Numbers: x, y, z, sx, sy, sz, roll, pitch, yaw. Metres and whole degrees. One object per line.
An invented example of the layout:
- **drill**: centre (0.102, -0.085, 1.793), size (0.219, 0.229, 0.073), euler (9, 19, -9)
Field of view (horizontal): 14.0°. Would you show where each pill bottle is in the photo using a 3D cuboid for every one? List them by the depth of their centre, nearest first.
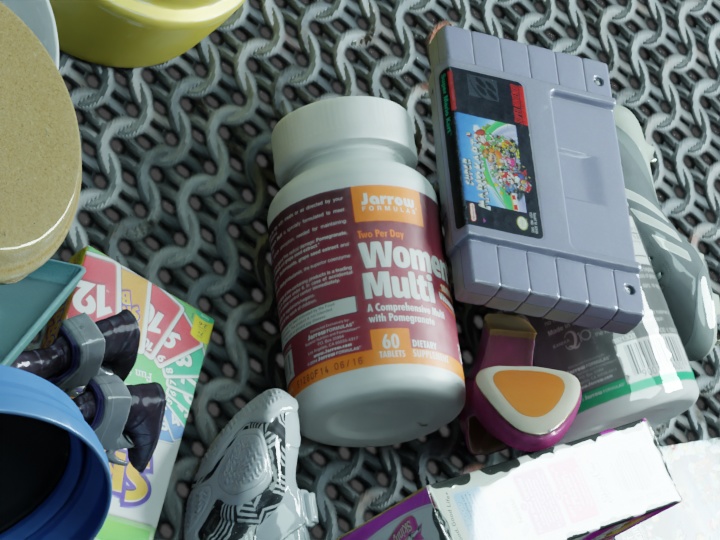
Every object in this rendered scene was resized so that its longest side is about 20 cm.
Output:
- **pill bottle**: centre (0.000, 0.000, 1.816), size (0.109, 0.110, 0.200), euler (10, 61, -36)
- **pill bottle**: centre (0.138, 0.012, 1.923), size (0.113, 0.113, 0.200), euler (-7, 71, -42)

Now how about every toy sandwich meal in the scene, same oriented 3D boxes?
- **toy sandwich meal**: centre (-0.241, -0.080, 1.601), size (0.205, 0.070, 0.206), euler (25, 54, -39)

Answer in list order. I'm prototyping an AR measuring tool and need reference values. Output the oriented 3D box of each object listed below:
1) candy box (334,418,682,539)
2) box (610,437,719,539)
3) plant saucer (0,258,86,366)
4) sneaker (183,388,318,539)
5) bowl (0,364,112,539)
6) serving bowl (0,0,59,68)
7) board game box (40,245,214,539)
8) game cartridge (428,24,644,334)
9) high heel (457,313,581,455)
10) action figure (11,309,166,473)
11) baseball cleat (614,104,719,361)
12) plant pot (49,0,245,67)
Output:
- **candy box**: centre (0.079, 0.158, 1.777), size (0.200, 0.136, 0.061), euler (-14, 75, -44)
- **box**: centre (0.217, 0.214, 1.930), size (0.137, 0.040, 0.200), euler (-6, 71, -41)
- **plant saucer**: centre (-0.209, 0.030, 1.580), size (0.070, 0.019, 0.200), euler (12, 20, 7)
- **sneaker**: centre (-0.044, 0.175, 1.711), size (0.115, 0.075, 0.200), euler (29, 56, -26)
- **bowl**: centre (-0.228, 0.117, 1.502), size (0.200, 0.201, 0.039), euler (11, 44, -36)
- **serving bowl**: centre (-0.275, -0.137, 1.691), size (0.200, 0.066, 0.200), euler (19, 57, -32)
- **board game box**: centre (-0.150, 0.089, 1.702), size (0.095, 0.030, 0.200), euler (31, 52, -22)
- **game cartridge**: centre (0.109, -0.060, 1.851), size (0.129, 0.038, 0.200), euler (14, 52, -27)
- **high heel**: centre (0.090, 0.099, 1.793), size (0.067, 0.200, 0.096), euler (5, 106, -11)
- **action figure**: centre (-0.206, 0.071, 1.604), size (0.200, 0.069, 0.130), euler (-1, 43, -35)
- **baseball cleat**: centre (0.174, -0.024, 2.017), size (0.106, 0.070, 0.200), euler (-4, 60, -34)
- **plant pot**: centre (-0.120, -0.253, 1.801), size (0.201, 0.189, 0.201), euler (19, 55, -30)
